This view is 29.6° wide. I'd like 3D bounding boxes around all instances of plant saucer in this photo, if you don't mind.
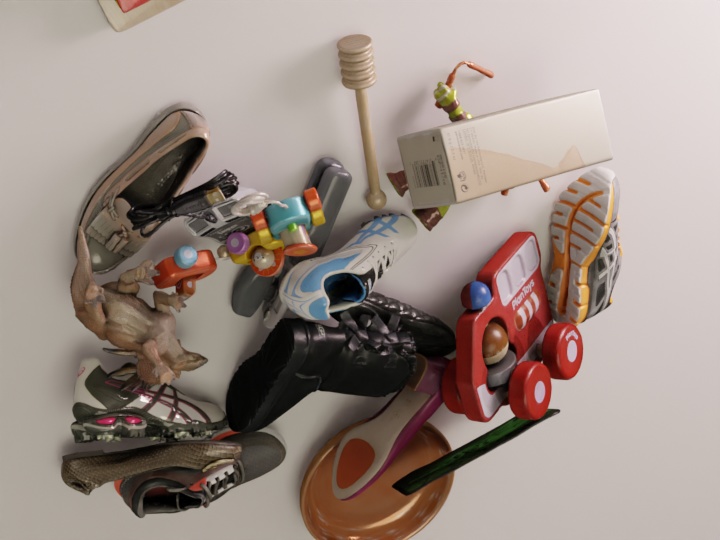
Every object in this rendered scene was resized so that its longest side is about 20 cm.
[{"bbox_3d":[0.018,0.255,1.654,0.200,0.037,0.200,-11,122,-19],"label":"plant saucer"}]

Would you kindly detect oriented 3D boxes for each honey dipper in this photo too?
[{"bbox_3d":[0.005,-0.148,1.422,0.038,0.038,0.200,-17,125,-14],"label":"honey dipper"}]

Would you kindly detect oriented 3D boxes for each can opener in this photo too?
[{"bbox_3d":[-0.071,-0.026,1.447,0.066,0.053,0.200,18,109,-30],"label":"can opener"}]

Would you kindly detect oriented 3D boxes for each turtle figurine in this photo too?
[{"bbox_3d":[0.119,-0.113,1.473,0.161,0.064,0.200,-39,126,1],"label":"turtle figurine"}]

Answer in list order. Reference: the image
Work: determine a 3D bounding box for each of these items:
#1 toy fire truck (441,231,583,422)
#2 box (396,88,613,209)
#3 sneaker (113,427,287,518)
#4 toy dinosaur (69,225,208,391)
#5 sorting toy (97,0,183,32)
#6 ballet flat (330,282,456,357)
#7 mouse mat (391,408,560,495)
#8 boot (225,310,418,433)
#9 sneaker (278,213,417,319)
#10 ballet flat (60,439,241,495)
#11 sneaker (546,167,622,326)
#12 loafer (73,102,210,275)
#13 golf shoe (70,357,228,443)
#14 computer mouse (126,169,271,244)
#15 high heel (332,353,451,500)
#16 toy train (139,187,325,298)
[{"bbox_3d":[0.160,0.068,1.536,0.200,0.112,0.168,-42,123,-44],"label":"toy fire truck"},{"bbox_3d":[0.149,-0.125,1.394,0.200,0.095,0.078,-16,96,-25],"label":"box"},{"bbox_3d":[-0.172,0.239,1.535,0.200,0.082,0.077,-15,123,-15],"label":"sneaker"},{"bbox_3d":[-0.238,0.053,1.367,0.200,0.135,0.086,45,61,-14],"label":"toy dinosaur"},{"bbox_3d":[-0.170,-0.335,1.219,0.199,0.070,0.200,-28,125,-7],"label":"sorting toy"},{"bbox_3d":[0.040,0.052,1.546,0.066,0.057,0.200,-39,135,27],"label":"ballet flat"},{"bbox_3d":[0.130,0.207,1.574,0.200,0.161,0.008,-27,88,-7],"label":"mouse mat"},{"bbox_3d":[-0.042,0.118,1.505,0.162,0.073,0.198,6,139,-32],"label":"boot"},{"bbox_3d":[0.000,0.000,1.448,0.200,0.072,0.072,-32,143,-41],"label":"sneaker"},{"bbox_3d":[-0.227,0.213,1.479,0.200,0.046,0.067,-6,166,1],"label":"ballet flat"},{"bbox_3d":[0.270,-0.030,1.588,0.077,0.078,0.200,-13,126,-32],"label":"sneaker"},{"bbox_3d":[-0.217,-0.074,1.349,0.072,0.063,0.200,30,103,-33],"label":"loafer"},{"bbox_3d":[-0.219,0.140,1.460,0.200,0.077,0.088,10,71,-50],"label":"golf shoe"},{"bbox_3d":[-0.143,-0.062,1.357,0.110,0.044,0.200,-26,169,14],"label":"computer mouse"},{"bbox_3d":[0.046,0.187,1.577,0.200,0.067,0.096,-54,146,10],"label":"high heel"},{"bbox_3d":[-0.118,-0.018,1.351,0.150,0.056,0.200,-12,167,-42],"label":"toy train"}]
